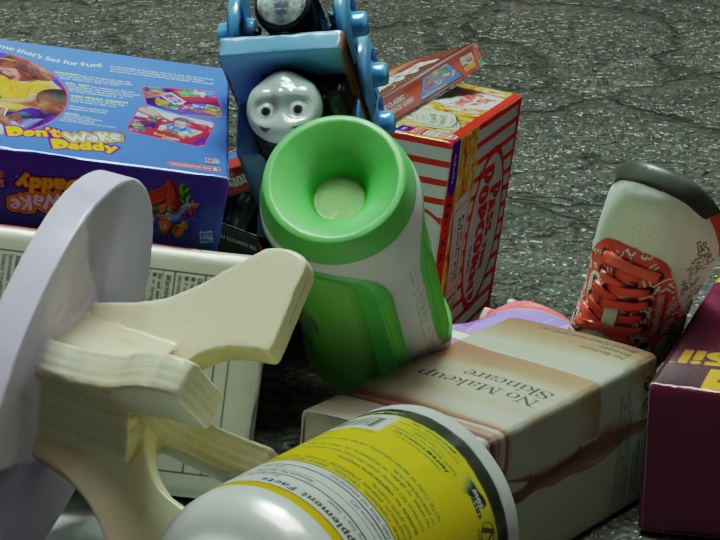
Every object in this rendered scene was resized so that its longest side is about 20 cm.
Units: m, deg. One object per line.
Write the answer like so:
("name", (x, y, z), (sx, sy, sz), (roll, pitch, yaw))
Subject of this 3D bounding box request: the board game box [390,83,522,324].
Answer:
("board game box", (0.048, -0.026, 1.674), (0.046, 0.153, 0.200), (11, 15, 12))

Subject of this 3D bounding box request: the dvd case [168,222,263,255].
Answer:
("dvd case", (-0.116, 0.007, 1.577), (0.145, 0.022, 0.200), (-17, -20, 28))

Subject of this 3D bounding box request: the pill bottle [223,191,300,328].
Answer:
("pill bottle", (-0.093, -0.020, 1.744), (0.199, 0.113, 0.112), (12, 20, 35))

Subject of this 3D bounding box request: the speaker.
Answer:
("speaker", (0.000, 0.000, 1.421), (0.088, 0.089, 0.200), (4, -26, 11))

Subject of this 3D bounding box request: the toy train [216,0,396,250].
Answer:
("toy train", (-0.027, -0.075, 1.487), (0.086, 0.115, 0.200), (-4, -27, 7))

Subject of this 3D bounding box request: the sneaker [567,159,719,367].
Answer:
("sneaker", (0.147, 0.025, 1.501), (0.067, 0.108, 0.202), (26, -20, 11))

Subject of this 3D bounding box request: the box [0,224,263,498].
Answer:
("box", (-0.153, 0.046, 1.423), (0.198, 0.129, 0.109), (8, -2, -6))

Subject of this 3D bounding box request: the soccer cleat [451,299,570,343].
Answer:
("soccer cleat", (0.069, 0.065, 1.569), (0.076, 0.067, 0.200), (23, 25, 29))

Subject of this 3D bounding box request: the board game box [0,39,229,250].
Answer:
("board game box", (-0.171, -0.074, 1.457), (0.198, 0.045, 0.135), (7, 29, -6))

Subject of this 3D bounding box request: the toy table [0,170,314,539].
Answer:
("toy table", (-0.106, 0.060, 1.288), (0.116, 0.201, 0.184), (16, -4, 19))

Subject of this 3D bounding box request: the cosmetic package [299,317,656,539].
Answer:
("cosmetic package", (0.063, 0.096, 1.414), (0.103, 0.088, 0.200), (14, 21, 31))

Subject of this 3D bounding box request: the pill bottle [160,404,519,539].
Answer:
("pill bottle", (-0.022, 0.140, 1.225), (0.112, 0.113, 0.200), (12, 21, 32))

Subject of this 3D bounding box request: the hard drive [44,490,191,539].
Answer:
("hard drive", (-0.153, 0.141, 1.360), (0.199, 0.026, 0.132), (7, 18, 17))

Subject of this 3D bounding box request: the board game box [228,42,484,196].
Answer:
("board game box", (-0.017, -0.092, 1.687), (0.102, 0.020, 0.200), (-12, 15, 41))

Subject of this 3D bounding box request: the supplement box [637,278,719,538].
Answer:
("supplement box", (0.228, 0.077, 1.492), (0.110, 0.086, 0.200), (7, 18, 16))
